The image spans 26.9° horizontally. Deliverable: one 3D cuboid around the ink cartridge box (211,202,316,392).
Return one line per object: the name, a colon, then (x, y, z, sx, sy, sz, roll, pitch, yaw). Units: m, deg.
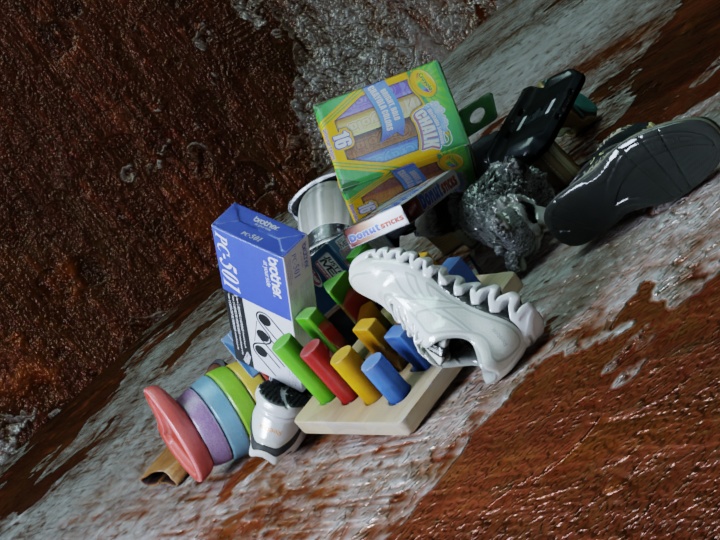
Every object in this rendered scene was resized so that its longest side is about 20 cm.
ink cartridge box: (-0.094, 0.030, 1.560, 0.044, 0.094, 0.200, -46, -33, -34)

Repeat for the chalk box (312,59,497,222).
chalk box: (0.065, -0.147, 1.740, 0.199, 0.124, 0.124, -19, -27, 4)

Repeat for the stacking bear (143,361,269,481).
stacking bear: (-0.135, 0.150, 1.773, 0.200, 0.114, 0.122, -32, -36, -17)

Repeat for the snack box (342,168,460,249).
snack box: (0.047, -0.067, 1.600, 0.072, 0.024, 0.200, -23, 6, 23)

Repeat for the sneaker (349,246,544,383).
sneaker: (0.064, 0.039, 1.366, 0.200, 0.075, 0.081, 21, 68, 32)

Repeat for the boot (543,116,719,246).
boot: (0.282, -0.114, 1.475, 0.203, 0.074, 0.154, -33, 9, 39)

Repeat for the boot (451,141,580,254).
boot: (0.176, -0.087, 1.784, 0.155, 0.072, 0.200, -42, 8, -4)

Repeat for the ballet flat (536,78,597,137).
ballet flat: (0.255, -0.197, 1.921, 0.063, 0.069, 0.200, -47, -18, 16)

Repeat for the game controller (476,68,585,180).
game controller: (0.199, -0.167, 1.739, 0.104, 0.042, 0.200, -19, 24, 35)

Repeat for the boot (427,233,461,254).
boot: (0.133, -0.131, 1.927, 0.201, 0.144, 0.071, -39, 10, 4)

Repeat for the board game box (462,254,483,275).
board game box: (0.056, 0.068, 1.624, 0.200, 0.035, 0.136, -39, 9, 6)

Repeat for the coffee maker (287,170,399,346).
coffee maker: (0.000, 0.000, 1.843, 0.135, 0.192, 0.200, -51, 22, 30)

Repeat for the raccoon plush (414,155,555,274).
raccoon plush: (0.132, -0.036, 1.643, 0.200, 0.097, 0.134, -32, 16, 39)

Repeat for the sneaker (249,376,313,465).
sneaker: (-0.082, 0.154, 1.651, 0.200, 0.073, 0.080, -28, -44, -74)

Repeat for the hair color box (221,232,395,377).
hair color box: (-0.056, 0.030, 1.673, 0.200, 0.061, 0.100, -42, -3, 35)

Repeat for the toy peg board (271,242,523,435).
toy peg board: (0.021, 0.056, 1.482, 0.200, 0.098, 0.199, -51, 21, -25)

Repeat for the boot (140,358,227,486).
boot: (-0.217, 0.214, 2.013, 0.200, 0.068, 0.188, -51, 20, -22)

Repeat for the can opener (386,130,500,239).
can opener: (0.099, -0.106, 1.814, 0.200, 0.079, 0.063, -35, 16, -12)
